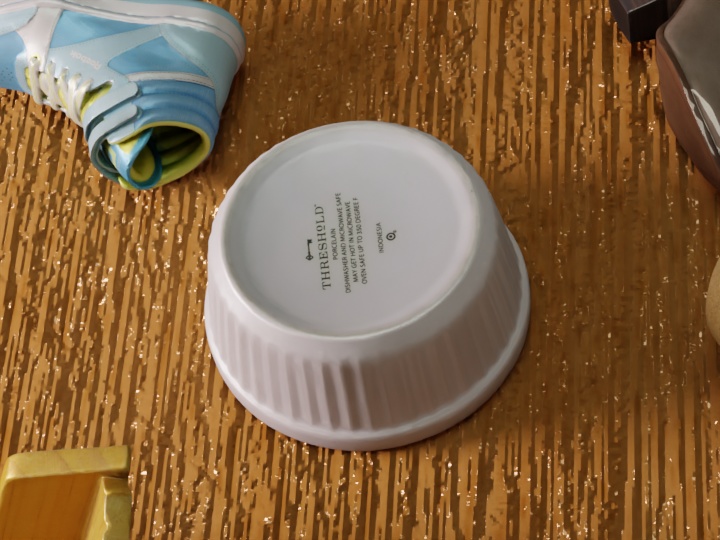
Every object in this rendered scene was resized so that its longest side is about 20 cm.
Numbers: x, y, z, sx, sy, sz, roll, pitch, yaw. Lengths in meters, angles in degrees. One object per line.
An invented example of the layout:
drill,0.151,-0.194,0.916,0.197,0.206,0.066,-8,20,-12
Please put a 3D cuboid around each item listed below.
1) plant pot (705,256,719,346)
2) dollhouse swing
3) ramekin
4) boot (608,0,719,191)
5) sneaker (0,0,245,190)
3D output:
plant pot,0.296,0.040,1.268,0.186,0.187,0.200,-42,48,-19
dollhouse swing,-0.225,0.207,1.233,0.175,0.182,0.201,8,56,-10
ramekin,0.000,0.000,1.374,0.201,0.094,0.203,-4,56,5
boot,0.252,-0.148,1.454,0.146,0.070,0.200,-18,56,-7
sneaker,-0.180,-0.113,1.486,0.199,0.080,0.131,0,55,9
